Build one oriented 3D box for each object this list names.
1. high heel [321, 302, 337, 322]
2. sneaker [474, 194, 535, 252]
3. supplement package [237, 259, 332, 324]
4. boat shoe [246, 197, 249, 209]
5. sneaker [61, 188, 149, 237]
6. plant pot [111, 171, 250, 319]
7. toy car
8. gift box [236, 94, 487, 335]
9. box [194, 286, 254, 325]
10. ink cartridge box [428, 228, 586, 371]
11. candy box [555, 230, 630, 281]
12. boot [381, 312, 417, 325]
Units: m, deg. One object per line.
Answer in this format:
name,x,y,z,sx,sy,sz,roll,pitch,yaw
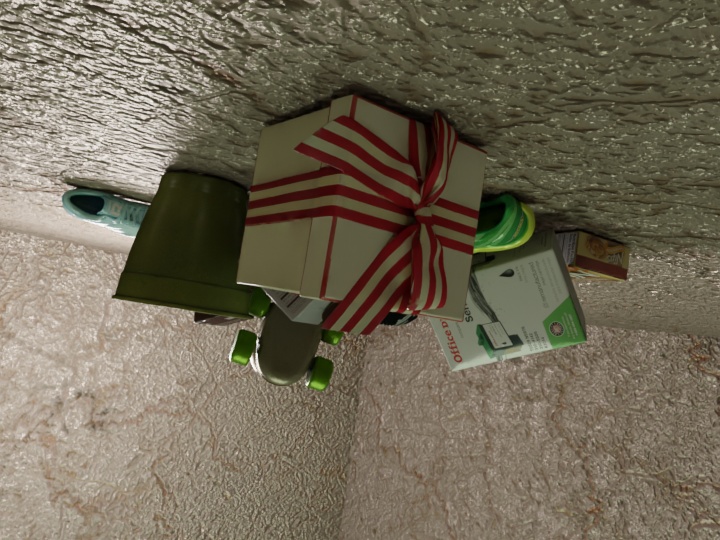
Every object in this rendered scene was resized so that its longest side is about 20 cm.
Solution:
high heel,0.037,0.024,0.864,0.199,0.068,0.096,-29,167,19
sneaker,0.116,-0.048,0.739,0.199,0.074,0.084,-23,141,25
supplement package,-0.059,-0.017,0.839,0.111,0.156,0.200,45,179,8
boat shoe,-0.111,-0.069,0.973,0.198,0.070,0.074,10,174,-8
sneaker,-0.464,-0.107,1.110,0.199,0.075,0.082,10,177,-20
plant pot,-0.247,-0.037,0.871,0.199,0.194,0.200,9,174,1
toy car,-0.140,0.129,1.026,0.163,0.159,0.200,22,159,-13
gift box,-0.007,-0.042,0.533,0.199,0.186,0.186,5,179,-38
box,-0.252,-0.005,1.080,0.100,0.202,0.075,-15,161,42
ink cartridge box,0.199,0.047,0.831,0.199,0.147,0.084,-19,-165,25
candy box,0.302,-0.018,0.923,0.115,0.056,0.200,12,173,-28
boot,0.013,0.007,1.086,0.199,0.169,0.076,13,137,-31
